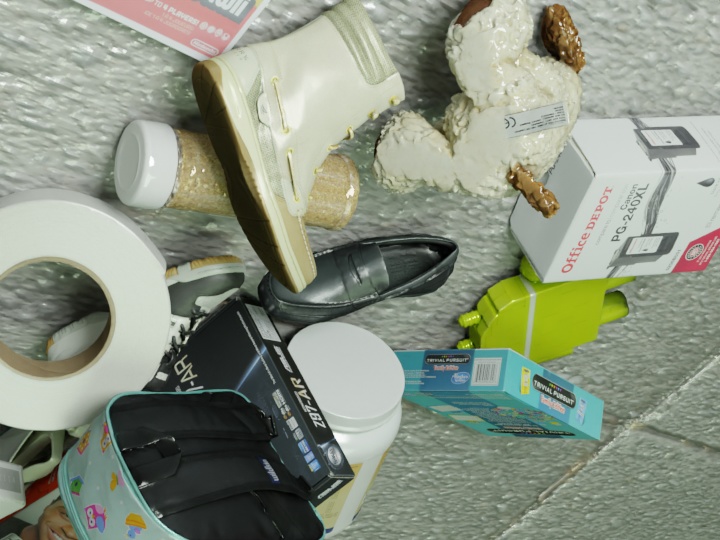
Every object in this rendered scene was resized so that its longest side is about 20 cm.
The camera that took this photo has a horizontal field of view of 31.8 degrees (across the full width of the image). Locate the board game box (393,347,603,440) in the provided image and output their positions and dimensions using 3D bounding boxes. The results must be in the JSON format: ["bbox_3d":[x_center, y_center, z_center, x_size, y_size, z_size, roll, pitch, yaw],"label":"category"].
[{"bbox_3d":[0.148,0.134,1.365,0.150,0.047,0.199,-3,158,39],"label":"board game box"}]

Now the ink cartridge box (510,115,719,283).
[{"bbox_3d":[0.264,-0.069,1.224,0.198,0.084,0.146,-5,138,-24],"label":"ink cartridge box"}]

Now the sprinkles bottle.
[{"bbox_3d":[-0.099,-0.076,1.038,0.198,0.069,0.068,6,133,-33],"label":"sprinkles bottle"}]

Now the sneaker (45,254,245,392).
[{"bbox_3d":[-0.178,0.061,1.123,0.199,0.088,0.076,-30,165,10],"label":"sneaker"}]

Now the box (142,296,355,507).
[{"bbox_3d":[-0.116,0.151,1.182,0.160,0.201,0.043,-39,155,19],"label":"box"}]

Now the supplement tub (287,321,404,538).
[{"bbox_3d":[-0.041,0.163,1.282,0.143,0.145,0.201,-2,137,-25],"label":"supplement tub"}]

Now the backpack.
[{"bbox_3d":[-0.154,0.192,1.052,0.153,0.177,0.199,-40,152,18],"label":"backpack"}]

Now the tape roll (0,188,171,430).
[{"bbox_3d":[-0.254,0.034,1.035,0.201,0.037,0.205,-4,110,-11],"label":"tape roll"}]

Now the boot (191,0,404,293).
[{"bbox_3d":[-0.032,-0.096,0.990,0.154,0.072,0.202,-29,118,-23],"label":"boot"}]

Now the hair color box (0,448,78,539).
[{"bbox_3d":[-0.288,0.244,1.246,0.199,0.061,0.101,-33,114,32],"label":"hair color box"}]

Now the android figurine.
[{"bbox_3d":[0.196,0.043,1.352,0.198,0.041,0.183,-17,141,-10],"label":"android figurine"}]

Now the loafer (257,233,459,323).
[{"bbox_3d":[0.000,0.000,1.171,0.199,0.069,0.070,-10,158,-28],"label":"loafer"}]

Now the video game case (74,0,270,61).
[{"bbox_3d":[-0.100,-0.243,0.886,0.142,0.018,0.200,20,124,-41],"label":"video game case"}]

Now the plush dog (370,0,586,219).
[{"bbox_3d":[0.129,-0.125,1.048,0.201,0.160,0.172,-56,168,33],"label":"plush dog"}]

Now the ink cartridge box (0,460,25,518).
[{"bbox_3d":[-0.431,0.208,1.121,0.175,0.045,0.200,-29,148,22],"label":"ink cartridge box"}]

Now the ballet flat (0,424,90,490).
[{"bbox_3d":[-0.282,0.147,1.199,0.200,0.070,0.069,-42,139,20],"label":"ballet flat"}]
